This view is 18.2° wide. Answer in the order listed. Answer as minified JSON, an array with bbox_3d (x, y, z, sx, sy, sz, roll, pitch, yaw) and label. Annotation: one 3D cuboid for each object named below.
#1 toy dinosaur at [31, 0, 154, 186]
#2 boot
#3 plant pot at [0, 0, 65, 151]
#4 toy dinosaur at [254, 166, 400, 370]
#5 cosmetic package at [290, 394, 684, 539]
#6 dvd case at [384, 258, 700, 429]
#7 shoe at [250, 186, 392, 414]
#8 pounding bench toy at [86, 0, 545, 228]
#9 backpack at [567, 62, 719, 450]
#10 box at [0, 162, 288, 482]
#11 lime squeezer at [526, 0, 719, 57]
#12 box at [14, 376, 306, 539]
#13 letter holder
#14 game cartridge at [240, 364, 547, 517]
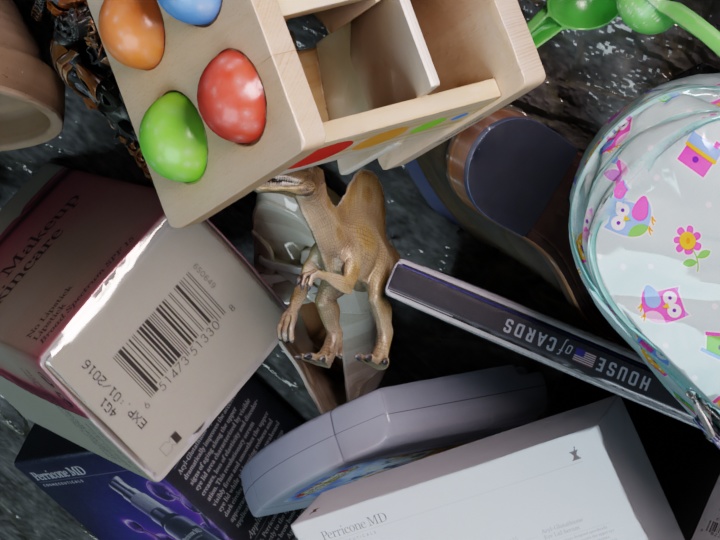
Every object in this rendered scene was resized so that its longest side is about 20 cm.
[{"bbox_3d":[-0.120,-0.122,1.197,0.135,0.102,0.200,30,172,28],"label":"toy dinosaur"},{"bbox_3d":[0.096,-0.033,1.166,0.200,0.075,0.097,41,175,-39],"label":"boot"},{"bbox_3d":[-0.259,-0.130,1.235,0.199,0.093,0.201,4,170,1],"label":"plant pot"},{"bbox_3d":[0.000,0.000,1.184,0.058,0.102,0.200,6,168,22],"label":"toy dinosaur"},{"bbox_3d":[0.080,0.170,1.235,0.199,0.052,0.152,-20,101,28],"label":"cosmetic package"},{"bbox_3d":[0.120,0.045,1.200,0.199,0.025,0.150,24,-179,13],"label":"dvd case"},{"bbox_3d":[-0.023,0.018,1.325,0.070,0.054,0.201,13,146,26],"label":"shoe"},{"bbox_3d":[-0.048,-0.096,1.039,0.200,0.155,0.125,-28,82,55],"label":"pounding bench toy"},{"bbox_3d":[0.186,-0.001,1.010,0.200,0.167,0.127,43,-173,-5],"label":"backpack"},{"bbox_3d":[-0.153,0.025,1.319,0.109,0.128,0.200,48,163,-28],"label":"box"},{"bbox_3d":[0.110,-0.110,1.004,0.199,0.071,0.038,3,141,50],"label":"lime squeezer"},{"bbox_3d":[-0.110,0.145,1.534,0.200,0.105,0.148,44,147,-24],"label":"box"},{"bbox_3d":[0.197,0.155,1.300,0.199,0.101,0.143,18,149,18],"label":"letter holder"},{"bbox_3d":[0.010,0.107,1.368,0.200,0.132,0.042,-36,71,57],"label":"game cartridge"}]
